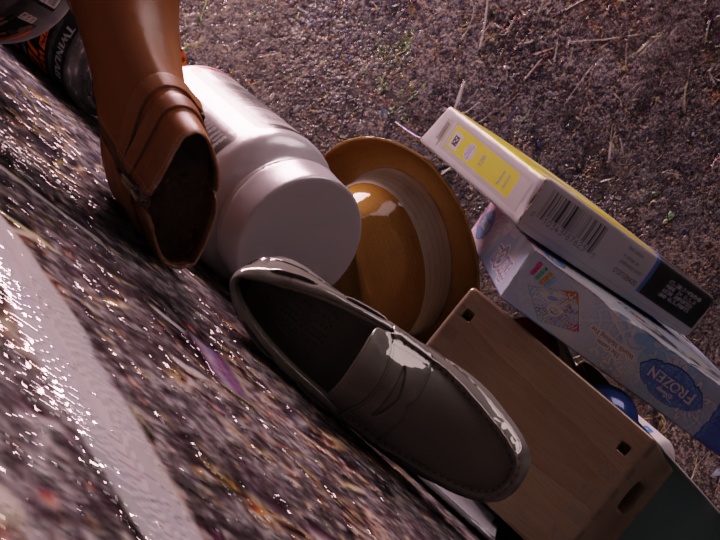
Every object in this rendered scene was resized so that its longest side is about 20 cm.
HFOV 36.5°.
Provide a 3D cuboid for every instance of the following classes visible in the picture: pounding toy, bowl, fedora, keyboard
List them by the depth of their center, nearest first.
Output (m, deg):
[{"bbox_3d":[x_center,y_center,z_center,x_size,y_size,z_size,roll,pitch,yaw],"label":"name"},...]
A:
[{"bbox_3d":[0.009,0.097,0.684,0.199,0.011,0.056,41,7,10],"label":"keyboard"},{"bbox_3d":[0.131,0.099,0.785,0.184,0.143,0.200,41,0,26],"label":"pounding toy"},{"bbox_3d":[0.000,0.000,0.842,0.200,0.202,0.081,41,40,23],"label":"fedora"},{"bbox_3d":[0.221,0.195,0.902,0.201,0.105,0.201,49,3,-4],"label":"bowl"}]

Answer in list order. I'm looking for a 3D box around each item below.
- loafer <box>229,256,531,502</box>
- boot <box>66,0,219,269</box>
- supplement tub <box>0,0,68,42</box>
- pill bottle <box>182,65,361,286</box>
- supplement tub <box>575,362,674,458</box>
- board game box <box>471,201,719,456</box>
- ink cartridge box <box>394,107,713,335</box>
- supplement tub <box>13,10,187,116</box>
[{"bbox_3d":[0.006,0.062,0.612,0.199,0.070,0.070,33,5,14],"label":"loafer"},{"bbox_3d":[-0.123,-0.115,0.647,0.155,0.073,0.202,-126,-152,-52],"label":"boot"},{"bbox_3d":[-0.252,-0.215,0.700,0.122,0.123,0.200,40,2,-9],"label":"supplement tub"},{"bbox_3d":[-0.089,-0.063,0.791,0.114,0.114,0.200,38,3,-43],"label":"pill bottle"},{"bbox_3d":[0.209,0.169,1.121,0.200,0.132,0.132,41,3,37],"label":"supplement tub"},{"bbox_3d":[0.177,0.035,0.800,0.198,0.044,0.200,36,11,-8],"label":"board game box"},{"bbox_3d":[0.143,-0.049,0.821,0.196,0.047,0.200,27,16,-33],"label":"ink cartridge box"},{"bbox_3d":[-0.265,-0.233,1.067,0.200,0.123,0.122,41,2,28],"label":"supplement tub"}]
